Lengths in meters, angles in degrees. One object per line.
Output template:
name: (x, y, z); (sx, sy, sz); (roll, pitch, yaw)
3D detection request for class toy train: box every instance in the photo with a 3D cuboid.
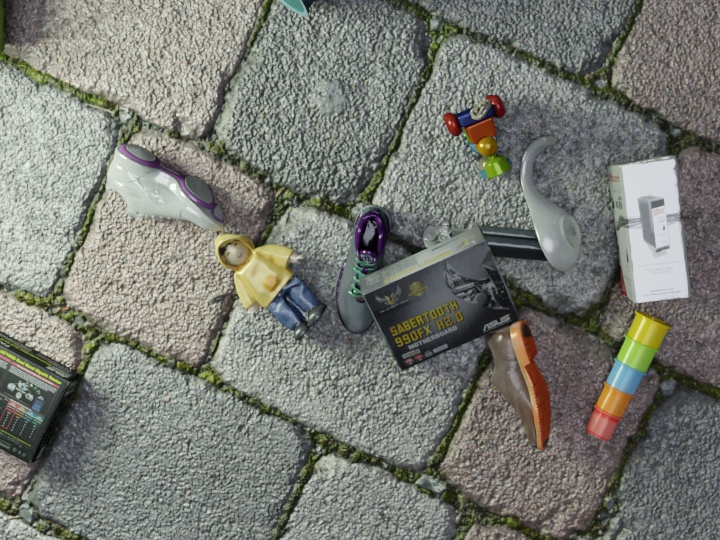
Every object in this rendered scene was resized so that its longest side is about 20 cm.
toy train: (0.181, -0.185, 1.570); (0.084, 0.200, 0.116); (-23, 98, 5)

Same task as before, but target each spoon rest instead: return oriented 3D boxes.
spoon rest: (0.282, -0.096, 1.635); (0.060, 0.099, 0.201); (-15, 83, 39)

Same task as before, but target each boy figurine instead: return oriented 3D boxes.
boy figurine: (-0.140, 0.010, 1.677); (0.124, 0.064, 0.200); (-44, 94, 9)

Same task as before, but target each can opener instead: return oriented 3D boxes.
can opener: (0.190, -0.037, 1.663); (0.199, 0.053, 0.067); (2, 130, 5)

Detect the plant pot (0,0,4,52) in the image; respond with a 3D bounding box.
plant pot: (-0.606, -0.411, 1.618); (0.199, 0.200, 0.191); (-4, 106, 4)

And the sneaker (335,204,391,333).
sneaker: (0.000, 0.000, 1.653); (0.074, 0.088, 0.201); (8, 96, 3)

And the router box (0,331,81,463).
router box: (-0.564, 0.188, 1.720); (0.199, 0.062, 0.150); (28, 97, 1)

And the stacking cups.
stacking cups: (0.406, 0.164, 1.658); (0.060, 0.061, 0.201); (21, 98, 2)

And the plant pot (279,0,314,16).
plant pot: (-0.080, -0.506, 1.568); (0.200, 0.200, 0.196); (45, 89, -1)

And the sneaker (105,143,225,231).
sneaker: (-0.300, -0.111, 1.682); (0.200, 0.075, 0.100); (33, 115, 0)

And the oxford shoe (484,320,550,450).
oxford shoe: (0.242, 0.179, 1.673); (0.073, 0.071, 0.201); (-13, 90, 25)

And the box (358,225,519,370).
box: (0.119, 0.043, 1.636); (0.199, 0.048, 0.159); (-23, 122, 5)

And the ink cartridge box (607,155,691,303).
ink cartridge box: (0.418, -0.062, 1.591); (0.082, 0.147, 0.201); (-7, 94, 6)
